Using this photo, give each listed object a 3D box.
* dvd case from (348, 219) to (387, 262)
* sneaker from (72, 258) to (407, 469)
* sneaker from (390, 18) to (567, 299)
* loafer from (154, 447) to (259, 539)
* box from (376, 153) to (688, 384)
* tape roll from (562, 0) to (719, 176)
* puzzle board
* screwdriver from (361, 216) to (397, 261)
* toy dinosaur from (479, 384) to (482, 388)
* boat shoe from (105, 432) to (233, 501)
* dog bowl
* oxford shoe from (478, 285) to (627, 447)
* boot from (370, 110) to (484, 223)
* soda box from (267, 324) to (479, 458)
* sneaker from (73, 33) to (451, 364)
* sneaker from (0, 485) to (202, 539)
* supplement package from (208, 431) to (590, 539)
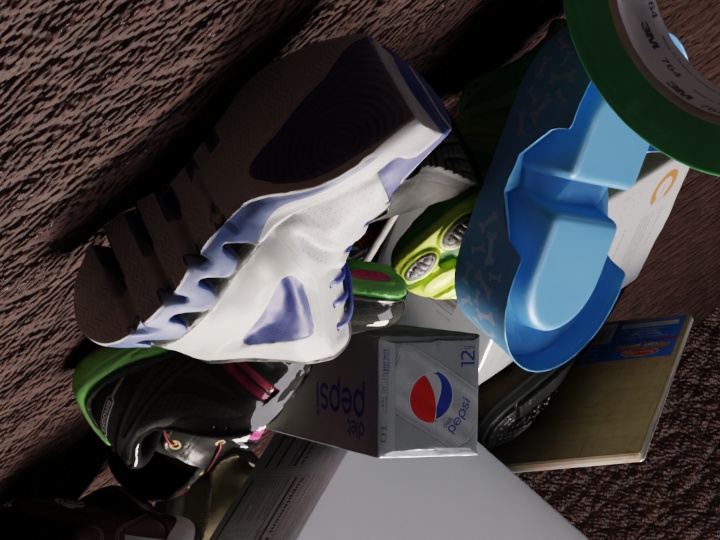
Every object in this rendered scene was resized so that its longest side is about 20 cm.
[{"bbox_3d":[-0.008,0.010,1.494,0.200,0.022,0.146,-30,164,-46],"label":"dvd case"},{"bbox_3d":[-0.057,0.049,1.214,0.199,0.084,0.077,-23,-179,23],"label":"sneaker"},{"bbox_3d":[0.087,-0.065,1.326,0.200,0.083,0.074,-49,133,-9],"label":"sneaker"},{"bbox_3d":[-0.094,0.147,1.511,0.200,0.069,0.076,-55,163,-80],"label":"loafer"},{"bbox_3d":[0.111,-0.031,1.461,0.200,0.097,0.125,-30,150,-44],"label":"box"},{"bbox_3d":[0.197,-0.147,1.116,0.200,0.201,0.048,-47,166,31],"label":"tape roll"},{"bbox_3d":[0.122,0.091,1.568,0.199,0.017,0.151,-8,-147,29],"label":"puzzle board"},{"bbox_3d":[0.000,0.000,1.372,0.200,0.028,0.029,-57,-173,51],"label":"screwdriver"},{"bbox_3d":[0.048,0.076,1.545,0.102,0.200,0.077,23,94,-51],"label":"toy dinosaur"},{"bbox_3d":[-0.102,0.084,1.337,0.063,0.074,0.201,-43,175,-29],"label":"boat shoe"},{"bbox_3d":[0.114,-0.045,1.255,0.111,0.049,0.201,6,106,-53],"label":"dog bowl"},{"bbox_3d":[0.105,0.049,1.521,0.073,0.084,0.200,-59,174,37],"label":"oxford shoe"},{"bbox_3d":[-0.019,-0.043,1.209,0.130,0.068,0.200,-32,172,20],"label":"boot"},{"bbox_3d":[-0.003,0.063,1.294,0.063,0.069,0.200,0,-178,-23],"label":"soda box"},{"bbox_3d":[-0.031,-0.021,1.074,0.199,0.081,0.115,-38,142,20],"label":"sneaker"},{"bbox_3d":[-0.186,0.162,1.406,0.115,0.076,0.200,16,169,-27],"label":"sneaker"},{"bbox_3d":[0.026,0.186,1.440,0.111,0.200,0.156,-10,-137,58],"label":"supplement package"}]
